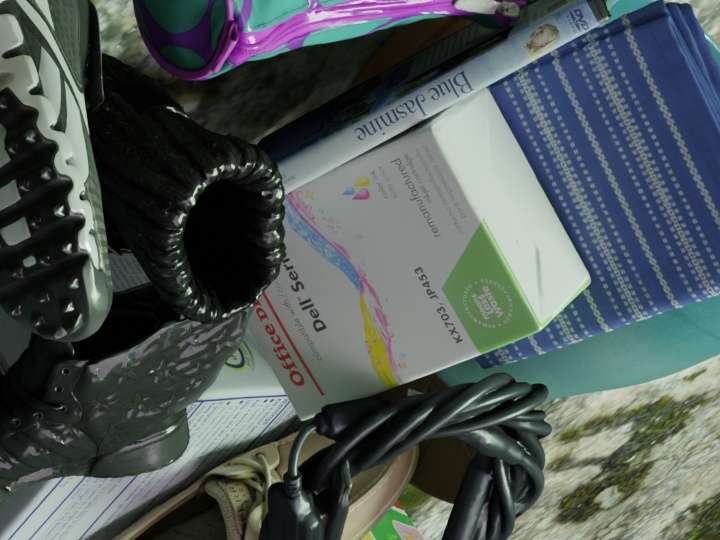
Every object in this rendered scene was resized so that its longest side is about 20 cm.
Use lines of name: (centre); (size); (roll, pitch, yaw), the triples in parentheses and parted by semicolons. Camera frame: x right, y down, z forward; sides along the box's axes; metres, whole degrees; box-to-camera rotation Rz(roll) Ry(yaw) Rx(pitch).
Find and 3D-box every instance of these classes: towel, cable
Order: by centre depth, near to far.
towel: (0.107, -0.039, 1.196); (0.200, 0.145, 0.024); (-21, -169, 38)
cable: (0.025, 0.120, 1.278); (0.163, 0.051, 0.200); (-23, 145, -16)

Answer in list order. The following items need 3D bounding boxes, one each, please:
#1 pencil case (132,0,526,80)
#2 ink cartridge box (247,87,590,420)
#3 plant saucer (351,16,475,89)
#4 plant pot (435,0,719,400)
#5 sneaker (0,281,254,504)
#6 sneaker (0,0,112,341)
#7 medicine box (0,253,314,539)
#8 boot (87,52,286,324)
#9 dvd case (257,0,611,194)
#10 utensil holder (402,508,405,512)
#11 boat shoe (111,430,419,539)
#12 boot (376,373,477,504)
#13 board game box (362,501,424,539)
pencil case: (-0.008, -0.141, 1.103); (0.200, 0.092, 0.085); (-15, 149, -36)
ink cartridge box: (0.000, 0.000, 1.222); (0.200, 0.117, 0.067); (-23, -170, 36)
plant saucer: (0.079, -0.107, 1.353); (0.200, 0.032, 0.200); (-28, 156, -14)
plant pot: (0.121, -0.020, 1.315); (0.188, 0.200, 0.200); (-32, 160, 29)
sneaker: (-0.150, 0.056, 1.159); (0.200, 0.060, 0.104); (-12, 132, -13)
sneaker: (-0.133, -0.072, 0.973); (0.066, 0.200, 0.090); (-23, 179, 35)
medicine box: (-0.137, 0.086, 1.346); (0.200, 0.103, 0.182); (-1, 139, -52)
boot: (-0.089, -0.035, 1.096); (0.079, 0.158, 0.211); (-54, 154, -1)
dvd case: (0.031, -0.093, 1.201); (0.200, 0.018, 0.143); (-28, -171, 10)
utensil holder: (-0.073, 0.211, 1.588); (0.170, 0.170, 0.200); (-45, 157, 21)
boat shoe: (-0.058, 0.136, 1.326); (0.200, 0.071, 0.065); (-34, 157, 0)
boot: (0.051, 0.058, 1.424); (0.155, 0.200, 0.073); (-7, 126, -48)
board game box: (-0.022, 0.143, 1.481); (0.040, 0.200, 0.153); (-40, 156, 11)
